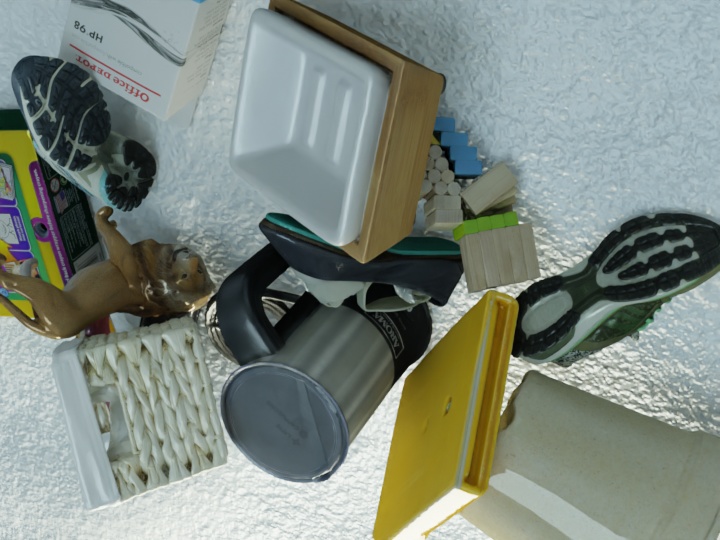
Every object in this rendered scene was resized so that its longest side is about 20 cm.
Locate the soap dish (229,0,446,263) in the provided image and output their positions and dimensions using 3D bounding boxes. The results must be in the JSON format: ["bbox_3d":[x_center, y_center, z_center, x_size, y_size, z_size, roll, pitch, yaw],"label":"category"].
[{"bbox_3d":[-0.021,-0.117,1.216,0.200,0.081,0.158,37,122,49],"label":"soap dish"}]

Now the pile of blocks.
[{"bbox_3d":[0.076,-0.068,1.278,0.200,0.082,0.062,56,170,0],"label":"pile of blocks"}]

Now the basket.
[{"bbox_3d":[-0.185,0.115,1.323,0.123,0.200,0.136,-14,92,-6],"label":"basket"}]

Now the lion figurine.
[{"bbox_3d":[-0.240,0.018,1.397,0.123,0.199,0.073,57,162,16],"label":"lion figurine"}]

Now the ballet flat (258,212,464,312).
[{"bbox_3d":[0.000,0.000,1.272,0.073,0.199,0.073,-14,72,53],"label":"ballet flat"}]

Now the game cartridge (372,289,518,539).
[{"bbox_3d":[0.067,0.133,1.284,0.032,0.177,0.200,19,150,-10],"label":"game cartridge"}]

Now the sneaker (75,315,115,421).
[{"bbox_3d":[-0.213,0.111,1.476,0.090,0.075,0.201,-9,120,1],"label":"sneaker"}]

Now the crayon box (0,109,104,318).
[{"bbox_3d":[-0.344,-0.053,1.490,0.172,0.058,0.201,3,119,27],"label":"crayon box"}]

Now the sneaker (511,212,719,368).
[{"bbox_3d":[0.215,0.021,1.256,0.199,0.077,0.089,-28,144,24],"label":"sneaker"}]

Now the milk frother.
[{"bbox_3d":[-0.070,0.085,1.348,0.180,0.188,0.200,42,128,0],"label":"milk frother"}]

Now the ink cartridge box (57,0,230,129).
[{"bbox_3d":[-0.182,-0.211,1.311,0.115,0.067,0.201,29,127,9],"label":"ink cartridge box"}]

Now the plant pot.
[{"bbox_3d":[0.184,0.180,1.258,0.183,0.201,0.201,29,127,5],"label":"plant pot"}]

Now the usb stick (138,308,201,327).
[{"bbox_3d":[-0.198,0.093,1.516,0.055,0.033,0.201,21,125,4],"label":"usb stick"}]

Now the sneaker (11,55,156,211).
[{"bbox_3d":[-0.262,-0.119,1.358,0.086,0.078,0.200,18,158,28],"label":"sneaker"}]
